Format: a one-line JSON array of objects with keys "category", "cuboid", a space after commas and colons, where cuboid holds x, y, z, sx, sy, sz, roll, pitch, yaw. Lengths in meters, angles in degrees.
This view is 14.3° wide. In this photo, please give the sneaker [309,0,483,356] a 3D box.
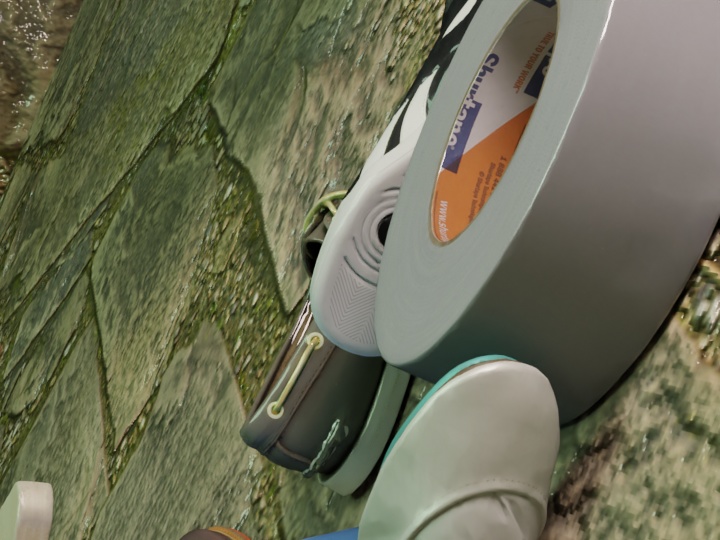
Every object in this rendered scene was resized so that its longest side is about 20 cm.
[{"category": "sneaker", "cuboid": [0.046, -0.059, 1.225, 0.200, 0.073, 0.112, -56, 12, 11]}]

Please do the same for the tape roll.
[{"category": "tape roll", "cuboid": [0.077, -0.045, 1.068, 0.201, 0.066, 0.201, -60, 14, 25]}]

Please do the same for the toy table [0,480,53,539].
[{"category": "toy table", "cuboid": [-0.195, 0.200, 1.540, 0.200, 0.183, 0.118, -38, 47, 48]}]

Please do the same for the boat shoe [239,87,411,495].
[{"category": "boat shoe", "cuboid": [0.001, -0.001, 1.302, 0.072, 0.060, 0.203, -37, 33, 65]}]

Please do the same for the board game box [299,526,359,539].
[{"category": "board game box", "cuboid": [-0.065, 0.153, 1.168, 0.199, 0.039, 0.158, -15, 5, 35]}]

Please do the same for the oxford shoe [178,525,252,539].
[{"category": "oxford shoe", "cuboid": [-0.084, 0.167, 1.330, 0.071, 0.072, 0.200, -64, 13, 16]}]

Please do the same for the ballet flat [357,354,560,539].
[{"category": "ballet flat", "cuboid": [0.026, 0.118, 1.027, 0.070, 0.069, 0.200, -83, 17, -50]}]
